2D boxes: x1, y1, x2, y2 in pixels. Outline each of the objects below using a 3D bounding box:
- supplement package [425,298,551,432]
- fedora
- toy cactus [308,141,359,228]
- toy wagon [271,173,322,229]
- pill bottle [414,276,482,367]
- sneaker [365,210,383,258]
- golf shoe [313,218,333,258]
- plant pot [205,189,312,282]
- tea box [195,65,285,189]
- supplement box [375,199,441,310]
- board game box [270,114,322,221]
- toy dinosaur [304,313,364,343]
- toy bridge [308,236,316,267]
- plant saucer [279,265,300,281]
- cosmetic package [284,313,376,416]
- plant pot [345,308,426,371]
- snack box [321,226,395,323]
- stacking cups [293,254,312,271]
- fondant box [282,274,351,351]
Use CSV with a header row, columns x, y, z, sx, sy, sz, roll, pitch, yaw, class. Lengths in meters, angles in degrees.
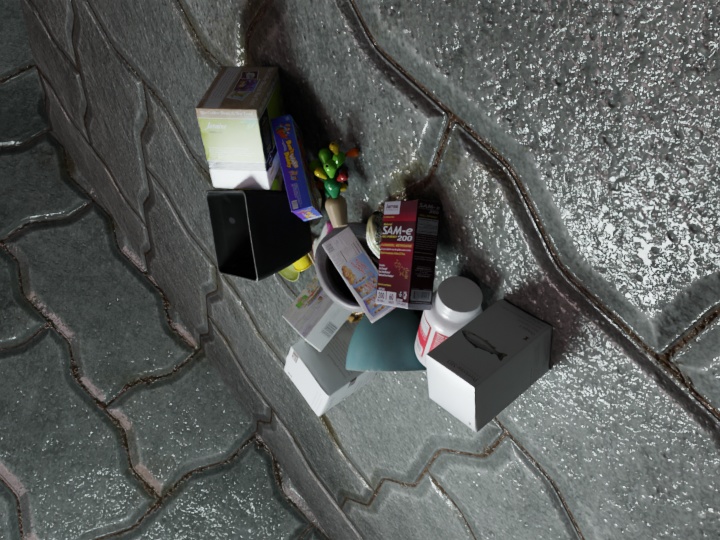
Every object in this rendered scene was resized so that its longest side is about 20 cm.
x,y,z,sx,sy,sz,roll,pitch,yaw,class
0.226,0.163,1.167,0.117,0.200,0.118,32,143,40,supplement package
0.000,0.000,1.466,0.200,0.177,0.090,50,-179,15,fedora
-0.050,-0.174,1.386,0.200,0.102,0.166,166,93,-76,toy cactus
-0.163,-0.182,1.613,0.200,0.039,0.156,35,129,42,toy wagon
0.174,0.105,1.293,0.112,0.112,0.200,44,150,25,pill bottle
0.085,-0.037,1.361,0.088,0.077,0.200,-10,114,47,sneaker
-0.083,-0.062,1.599,0.092,0.075,0.200,47,150,28,golf shoe
-0.225,-0.101,1.542,0.199,0.177,0.201,9,110,52,plant pot
-0.248,-0.313,1.444,0.133,0.200,0.197,4,131,7,tea box
0.089,-0.031,1.255,0.109,0.061,0.201,5,90,57,supplement box
-0.136,-0.216,1.428,0.134,0.045,0.201,36,-139,-83,board game box
-0.048,0.111,1.665,0.200,0.106,0.061,-38,63,27,toy dinosaur
-0.124,-0.073,1.701,0.067,0.027,0.201,27,139,46,toy bridge
-0.221,-0.064,1.868,0.200,0.031,0.200,41,148,32,plant saucer
-0.068,0.241,1.739,0.165,0.200,0.165,50,152,16,cosmetic package
0.066,0.150,1.468,0.200,0.199,0.135,-10,79,61,plant pot
0.000,0.008,1.403,0.200,0.072,0.024,57,180,15,snack box
-0.193,-0.088,1.712,0.060,0.061,0.200,22,150,49,stacking cups
-0.104,0.100,1.645,0.058,0.144,0.200,41,175,-26,fondant box
